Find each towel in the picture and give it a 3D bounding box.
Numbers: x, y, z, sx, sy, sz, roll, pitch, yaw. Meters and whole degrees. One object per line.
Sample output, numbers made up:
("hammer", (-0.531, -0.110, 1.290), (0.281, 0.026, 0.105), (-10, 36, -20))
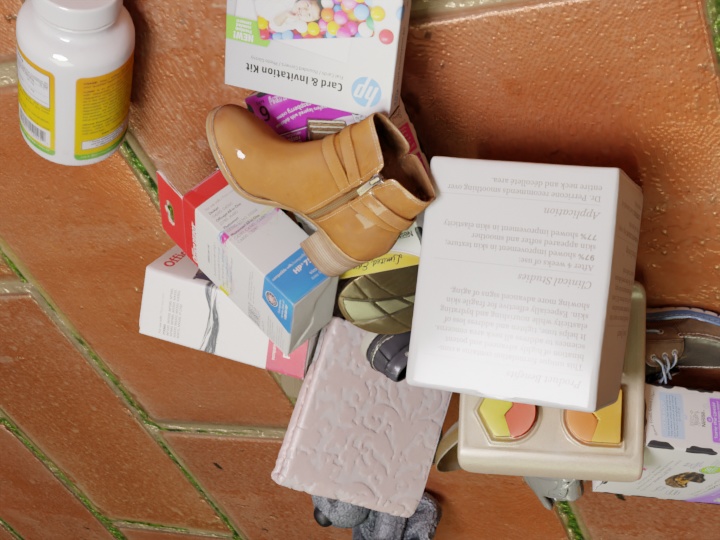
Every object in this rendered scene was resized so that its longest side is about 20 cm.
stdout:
("towel", (0.010, 0.163, 1.174), (0.199, 0.192, 0.032), (23, 171, -35))

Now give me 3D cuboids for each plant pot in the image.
("plant pot", (0.169, 0.171, 1.226), (0.028, 0.199, 0.200), (60, 150, 23))

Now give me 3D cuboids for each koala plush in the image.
("koala plush", (0.000, 0.334, 1.524), (0.200, 0.184, 0.177), (51, 152, -1))

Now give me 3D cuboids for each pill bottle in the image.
("pill bottle", (-0.278, -0.206, 1.037), (0.110, 0.111, 0.200), (23, 142, 1))

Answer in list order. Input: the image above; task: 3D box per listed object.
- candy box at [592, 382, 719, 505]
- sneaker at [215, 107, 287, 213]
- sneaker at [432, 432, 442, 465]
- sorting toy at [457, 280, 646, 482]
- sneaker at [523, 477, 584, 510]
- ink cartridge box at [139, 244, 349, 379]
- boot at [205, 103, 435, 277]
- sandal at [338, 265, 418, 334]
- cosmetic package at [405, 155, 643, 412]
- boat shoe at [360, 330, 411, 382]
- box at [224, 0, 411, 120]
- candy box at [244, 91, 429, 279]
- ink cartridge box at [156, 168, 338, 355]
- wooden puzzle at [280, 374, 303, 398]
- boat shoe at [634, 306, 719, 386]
("candy box", (0.368, 0.192, 1.142), (0.198, 0.072, 0.168), (7, 152, -5))
("sneaker", (-0.108, -0.098, 1.116), (0.090, 0.067, 0.200), (23, 148, -6))
("sneaker", (0.012, 0.159, 1.277), (0.114, 0.075, 0.200), (-13, 122, 44))
("sorting toy", (0.191, 0.107, 1.070), (0.184, 0.202, 0.036), (1, 174, 13))
("sneaker", (0.245, 0.222, 1.268), (0.092, 0.075, 0.200), (59, 161, 22))
("ink cartridge box", (-0.129, 0.033, 1.202), (0.199, 0.145, 0.085), (15, 113, 11))
("boot", (-0.034, -0.098, 0.933), (0.200, 0.074, 0.155), (46, 139, -7))
("sandal", (0.070, -0.001, 1.086), (0.199, 0.054, 0.081), (-30, 111, -3))
("cosmetic package", (0.151, 0.011, 0.951), (0.166, 0.202, 0.166), (7, 180, 21))
("boat shoe", (0.095, 0.085, 1.139), (0.063, 0.199, 0.073), (49, 131, 40))
("box", (-0.033, -0.238, 0.879), (0.155, 0.041, 0.201), (15, 124, 12))
("candy box", (-0.009, -0.097, 1.015), (0.136, 0.061, 0.201), (-11, 110, 37))
("ink cartridge box", (-0.115, -0.023, 1.064), (0.200, 0.067, 0.116), (44, 154, 16))
("wooden puzzle", (-0.010, 0.120, 1.343), (0.199, 0.046, 0.186), (20, 142, 13))
("boat shoe", (0.302, 0.083, 1.105), (0.199, 0.073, 0.073), (6, 139, 21))
